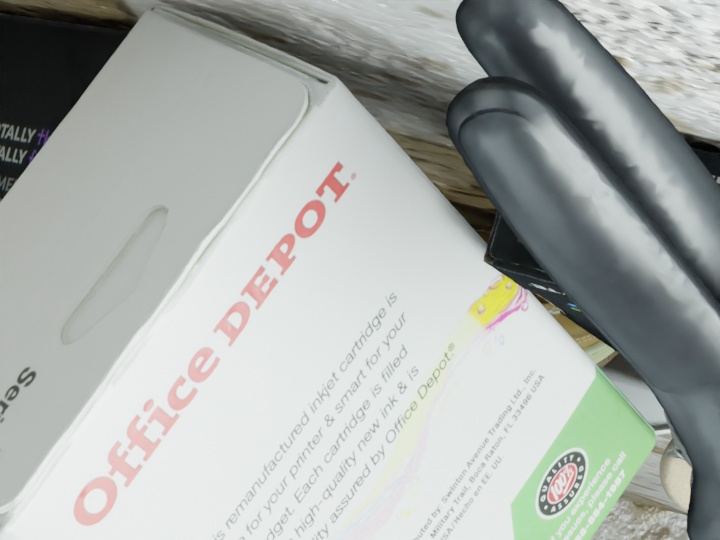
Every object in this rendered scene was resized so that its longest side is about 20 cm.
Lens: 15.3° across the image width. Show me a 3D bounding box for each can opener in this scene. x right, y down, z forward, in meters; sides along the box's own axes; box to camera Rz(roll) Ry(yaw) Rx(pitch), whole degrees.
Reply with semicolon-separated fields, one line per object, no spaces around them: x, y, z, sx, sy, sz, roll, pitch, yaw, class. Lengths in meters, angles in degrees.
0.078;0.005;0.613;0.078;0.064;0.200;-26;128;24;can opener

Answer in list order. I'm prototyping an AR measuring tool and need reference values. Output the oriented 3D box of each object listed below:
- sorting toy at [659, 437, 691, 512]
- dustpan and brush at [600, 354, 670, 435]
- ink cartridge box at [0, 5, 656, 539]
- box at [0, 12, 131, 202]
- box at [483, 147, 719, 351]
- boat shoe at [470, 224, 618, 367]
0.203;0.084;0.762;0.185;0.037;0.200;28;166;-16;sorting toy
0.033;0.034;1.028;0.199;0.057;0.140;15;-168;-2;dustpan and brush
-0.024;0.044;0.755;0.084;0.145;0.200;28;168;44;ink cartridge box
-0.103;0.030;0.837;0.122;0.201;0.106;12;174;40;box
0.158;0.020;0.755;0.199;0.050;0.198;14;175;25;box
0.000;0.000;0.935;0.199;0.076;0.072;-2;-150;-11;boat shoe
